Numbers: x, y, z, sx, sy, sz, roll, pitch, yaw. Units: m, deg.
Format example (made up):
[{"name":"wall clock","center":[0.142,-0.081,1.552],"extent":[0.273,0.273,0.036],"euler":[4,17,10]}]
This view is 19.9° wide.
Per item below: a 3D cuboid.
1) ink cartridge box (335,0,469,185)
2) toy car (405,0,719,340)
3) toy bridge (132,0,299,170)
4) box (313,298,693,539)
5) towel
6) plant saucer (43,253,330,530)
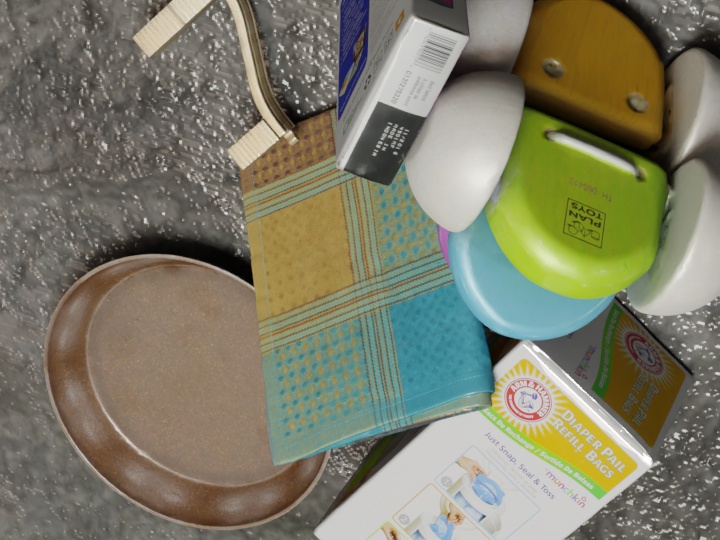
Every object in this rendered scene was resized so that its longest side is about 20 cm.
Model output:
[{"name":"ink cartridge box","center":[0.019,-0.138,1.063],"extent":[0.037,0.200,0.095],"euler":[18,124,-15]},{"name":"toy car","center":[0.099,-0.047,1.072],"extent":[0.175,0.200,0.150],"euler":[22,134,-13]},{"name":"toy bridge","center":[-0.101,-0.151,1.188],"extent":[0.067,0.027,0.200],"euler":[-40,93,22]},{"name":"box","center":[0.084,0.108,1.205],"extent":[0.101,0.112,0.200],"euler":[44,123,-2]},{"name":"towel","center":[0.000,0.000,1.170],"extent":[0.147,0.022,0.200],"euler":[-18,69,29]},{"name":"plant saucer","center":[-0.106,0.073,1.310],"extent":[0.200,0.034,0.200],"euler":[10,120,17]}]
